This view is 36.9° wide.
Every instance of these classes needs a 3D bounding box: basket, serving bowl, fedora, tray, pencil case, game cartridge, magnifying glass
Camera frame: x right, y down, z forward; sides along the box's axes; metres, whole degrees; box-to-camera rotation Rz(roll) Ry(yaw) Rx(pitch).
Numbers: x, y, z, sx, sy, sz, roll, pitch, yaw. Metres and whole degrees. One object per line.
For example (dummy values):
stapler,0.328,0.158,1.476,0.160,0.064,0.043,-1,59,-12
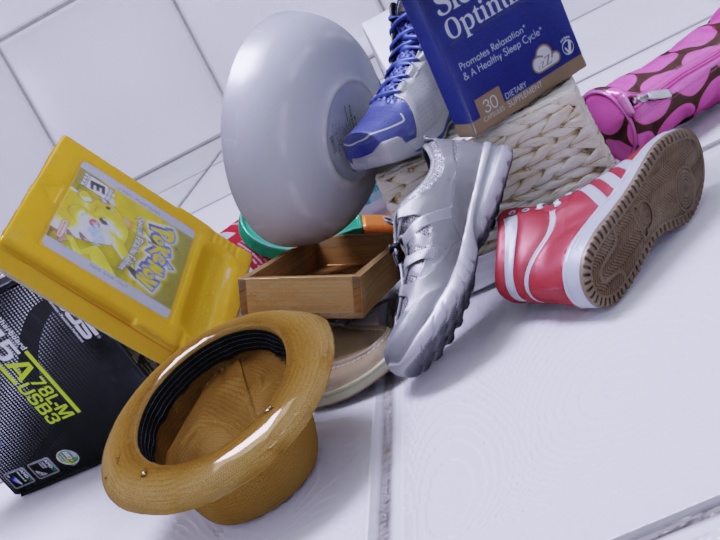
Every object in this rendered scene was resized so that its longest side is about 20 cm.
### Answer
basket,0.120,-0.076,0.927,0.198,0.124,0.136,-24,16,15
serving bowl,-0.033,-0.119,0.917,0.065,0.202,0.200,6,32,32
fedora,-0.086,0.112,0.754,0.199,0.082,0.201,-23,28,13
tray,-0.022,0.003,0.907,0.097,0.038,0.200,-2,10,14
pencil case,0.304,-0.179,1.014,0.199,0.091,0.094,-35,-18,-16
game cartridge,-0.186,-0.011,0.889,0.033,0.199,0.177,-49,19,29
magnifying glass,-0.020,-0.044,1.050,0.197,0.023,0.080,2,47,-14

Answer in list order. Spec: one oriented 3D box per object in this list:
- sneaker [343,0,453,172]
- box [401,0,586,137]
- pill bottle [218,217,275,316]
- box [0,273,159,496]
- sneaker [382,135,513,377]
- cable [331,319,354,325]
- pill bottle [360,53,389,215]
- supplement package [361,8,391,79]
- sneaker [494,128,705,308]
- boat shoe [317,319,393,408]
sneaker,0.046,-0.173,0.909,0.199,0.116,0.080,-39,19,-33
box,0.089,-0.220,0.832,0.120,0.202,0.032,-33,18,-18
pill bottle,-0.104,0.005,1.076,0.112,0.113,0.200,-11,22,46
box,-0.278,0.090,0.938,0.191,0.201,0.048,-21,31,18
sneaker,0.051,-0.013,0.818,0.081,0.075,0.202,18,64,10
cable,0.000,0.000,1.029,0.200,0.051,0.097,-39,18,-35
pill bottle,-0.002,-0.120,1.133,0.110,0.202,0.111,-26,15,8
supplement package,0.097,-0.174,1.091,0.116,0.200,0.118,-26,55,3
sneaker,0.177,-0.042,0.819,0.112,0.072,0.200,-4,30,49
boat shoe,-0.049,0.067,0.871,0.199,0.065,0.072,-14,21,43
